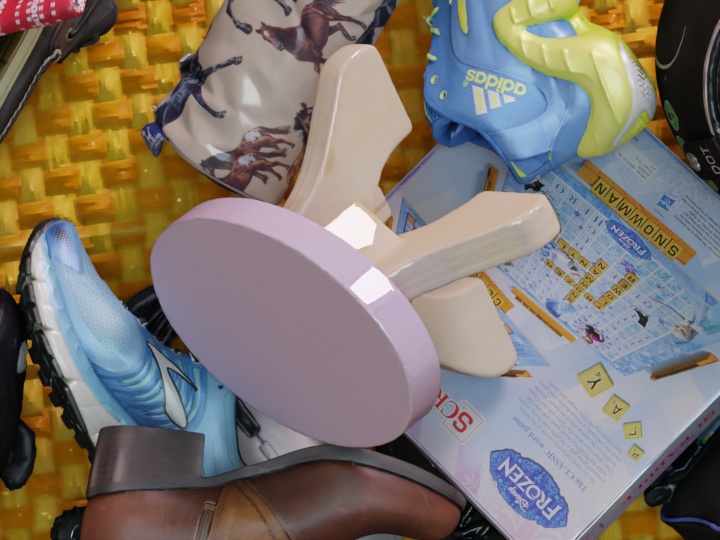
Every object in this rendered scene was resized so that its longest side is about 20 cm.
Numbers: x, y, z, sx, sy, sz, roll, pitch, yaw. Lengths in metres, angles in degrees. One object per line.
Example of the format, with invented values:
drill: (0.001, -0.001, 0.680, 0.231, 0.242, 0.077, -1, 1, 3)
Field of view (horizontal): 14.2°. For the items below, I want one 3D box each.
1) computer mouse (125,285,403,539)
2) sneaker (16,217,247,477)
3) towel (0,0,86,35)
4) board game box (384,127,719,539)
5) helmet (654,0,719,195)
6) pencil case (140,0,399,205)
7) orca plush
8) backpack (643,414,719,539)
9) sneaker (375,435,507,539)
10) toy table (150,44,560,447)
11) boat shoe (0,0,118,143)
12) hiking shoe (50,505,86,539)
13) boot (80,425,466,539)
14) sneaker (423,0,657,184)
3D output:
computer mouse: (-0.050, 0.085, 1.500, 0.110, 0.044, 0.200, -40, 94, 0)
sneaker: (-0.105, 0.059, 1.460, 0.090, 0.078, 0.201, -31, 93, -14)
towel: (-0.207, -0.160, 1.406, 0.199, 0.145, 0.023, -7, 135, 24)
board game box: (0.096, 0.018, 1.465, 0.199, 0.041, 0.200, -44, 73, -2)
helmet: (0.245, -0.114, 1.428, 0.199, 0.191, 0.201, 2, 105, 6)
pencil case: (-0.033, -0.134, 1.447, 0.089, 0.078, 0.201, 37, 109, 20)
orca plush: (-0.222, 0.098, 1.409, 0.105, 0.071, 0.200, 43, 80, -10)
backpack: (0.265, 0.083, 1.454, 0.134, 0.183, 0.200, 42, 79, -13)
sneaker: (0.080, 0.140, 1.493, 0.075, 0.079, 0.200, -39, 93, 2)
toy table: (0.000, 0.000, 1.373, 0.117, 0.200, 0.184, -38, 126, -27)
boat shoe: (-0.152, -0.141, 1.468, 0.065, 0.073, 0.201, 23, 99, -36)
hiking shoe: (-0.099, 0.206, 1.499, 0.086, 0.074, 0.201, -23, 104, -8)
boot: (-0.048, 0.182, 1.376, 0.187, 0.068, 0.201, 8, 76, -13)
sneaker: (0.057, -0.128, 1.451, 0.105, 0.076, 0.200, -37, 66, 2)
